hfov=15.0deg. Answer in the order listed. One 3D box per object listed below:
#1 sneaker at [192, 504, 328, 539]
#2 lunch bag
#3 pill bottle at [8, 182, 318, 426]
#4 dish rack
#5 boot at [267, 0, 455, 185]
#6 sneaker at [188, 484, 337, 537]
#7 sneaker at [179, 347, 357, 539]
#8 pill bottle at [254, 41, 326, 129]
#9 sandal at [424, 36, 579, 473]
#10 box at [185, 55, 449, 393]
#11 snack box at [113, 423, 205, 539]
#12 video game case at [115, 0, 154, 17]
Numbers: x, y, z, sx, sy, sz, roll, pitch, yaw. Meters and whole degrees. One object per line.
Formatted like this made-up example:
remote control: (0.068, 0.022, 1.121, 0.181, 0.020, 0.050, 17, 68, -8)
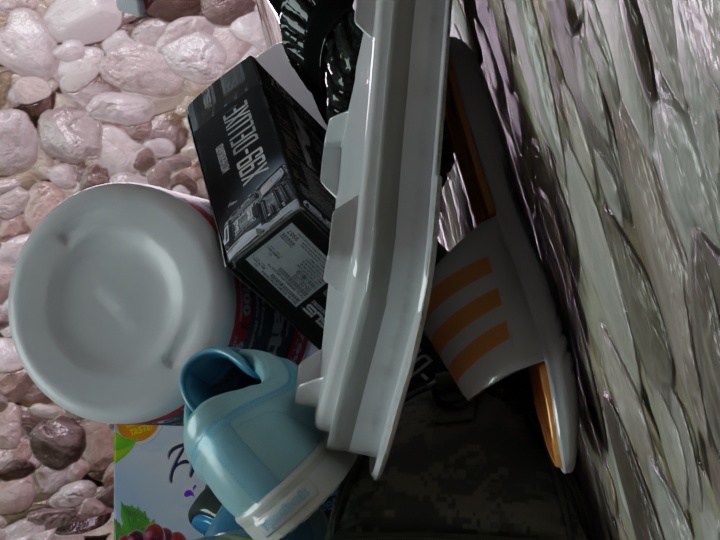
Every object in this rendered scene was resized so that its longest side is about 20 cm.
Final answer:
sneaker: (-0.055, 0.146, 1.272, 0.200, 0.079, 0.131, -83, -12, -45)
lunch bag: (0.050, 0.168, 1.288, 0.168, 0.139, 0.200, -84, -11, -45)
pill bottle: (-0.090, 0.022, 1.424, 0.200, 0.119, 0.120, 10, -117, -72)
dish rack: (0.005, -0.029, 1.180, 0.172, 0.043, 0.201, 102, 175, -55)
boot: (-0.017, -0.145, 1.388, 0.211, 0.079, 0.158, 59, -172, -27)
sneaker: (0.006, 0.138, 1.440, 0.200, 0.082, 0.073, 32, 165, -33)
sneaker: (-0.043, 0.061, 1.266, 0.082, 0.074, 0.200, 51, -176, -6)
pill bottle: (-0.021, -0.057, 1.631, 0.200, 0.116, 0.117, 76, 177, -69)
sandal: (0.047, -0.002, 1.204, 0.079, 0.059, 0.207, 81, 173, -69)
box: (0.000, 0.000, 1.406, 0.200, 0.050, 0.158, 43, -165, -32)
snack box: (-0.050, 0.130, 1.623, 0.053, 0.199, 0.143, 25, -119, -61)
video game case: (-0.081, -0.250, 1.449, 0.200, 0.017, 0.143, -55, -25, -33)
